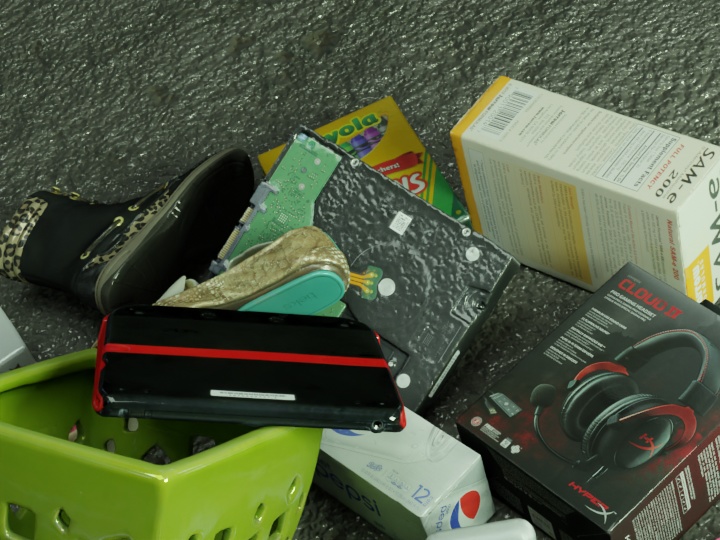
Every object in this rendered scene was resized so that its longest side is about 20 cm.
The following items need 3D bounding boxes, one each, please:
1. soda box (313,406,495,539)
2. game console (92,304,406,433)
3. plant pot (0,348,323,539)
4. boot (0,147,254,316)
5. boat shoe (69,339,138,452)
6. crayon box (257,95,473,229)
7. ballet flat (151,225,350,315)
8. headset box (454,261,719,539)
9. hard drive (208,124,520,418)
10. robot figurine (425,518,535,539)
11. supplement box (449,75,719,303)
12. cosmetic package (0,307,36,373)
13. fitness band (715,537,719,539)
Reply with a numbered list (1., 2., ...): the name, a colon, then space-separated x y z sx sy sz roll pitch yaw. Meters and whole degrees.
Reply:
1. soda box: 0.000 0.123 1.249 0.063 0.069 0.199 -42 49 -21
2. game console: -0.076 0.068 1.181 0.198 0.031 0.177 3 19 -8
3. plant pot: -0.158 0.171 1.148 0.197 0.183 0.200 13 13 26
4. boot: -0.193 -0.041 1.461 0.150 0.074 0.200 12 47 34
5. boat shoe: -0.174 0.078 1.346 0.073 0.069 0.201 17 56 30
6. crayon box: -0.002 -0.062 1.432 0.126 0.051 0.201 -26 45 -5
7. ballet flat: -0.100 0.026 1.298 0.199 0.071 0.066 -23 46 9
8. headset box: 0.188 0.095 1.208 0.200 0.075 0.148 -40 48 -18
9. hard drive: 0.000 0.000 1.316 0.199 0.038 0.140 32 89 19
10. robot figurine: 0.083 0.237 1.086 0.198 0.113 0.171 -11 60 7
11. supplement box: 0.174 -0.052 1.314 0.199 0.127 0.074 23 57 33
12. cosmetic package: -0.310 0.053 1.392 0.071 0.102 0.200 -32 46 -12
13. fitness band: 0.283 0.209 1.100 0.199 0.038 0.144 -25 46 -7
